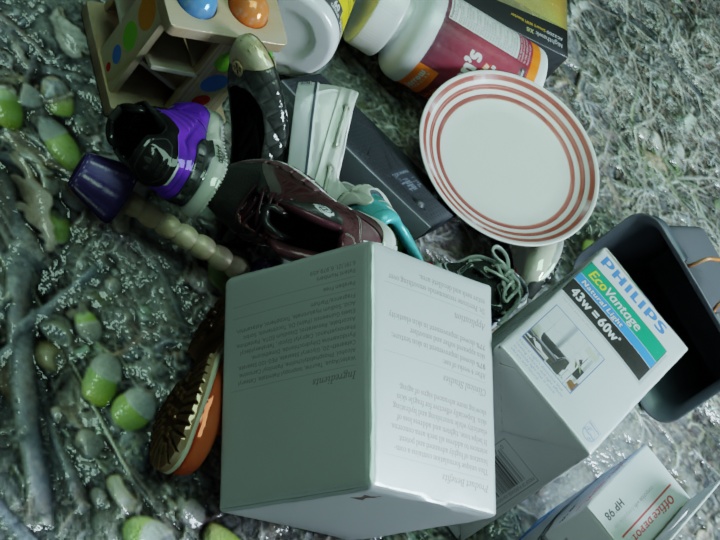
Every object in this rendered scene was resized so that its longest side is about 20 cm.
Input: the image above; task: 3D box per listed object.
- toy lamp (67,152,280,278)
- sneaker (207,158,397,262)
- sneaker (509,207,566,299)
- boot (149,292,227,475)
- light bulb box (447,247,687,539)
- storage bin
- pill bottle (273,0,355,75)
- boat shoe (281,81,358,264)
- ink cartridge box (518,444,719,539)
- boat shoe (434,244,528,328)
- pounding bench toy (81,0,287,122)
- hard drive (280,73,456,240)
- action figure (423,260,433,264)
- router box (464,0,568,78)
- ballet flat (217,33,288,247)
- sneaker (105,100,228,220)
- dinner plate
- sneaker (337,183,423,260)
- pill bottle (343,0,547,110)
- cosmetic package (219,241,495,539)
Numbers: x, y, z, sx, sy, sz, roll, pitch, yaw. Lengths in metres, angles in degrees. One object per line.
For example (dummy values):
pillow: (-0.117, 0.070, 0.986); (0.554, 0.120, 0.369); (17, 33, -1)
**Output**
toy lamp: (-0.166, -0.038, 1.637); (0.199, 0.058, 0.058); (32, 45, -17)
sneaker: (-0.072, -0.051, 1.567); (0.199, 0.076, 0.115); (22, 5, 29)
sneaker: (0.159, -0.056, 1.898); (0.093, 0.070, 0.200); (24, 45, -12)
boot: (-0.105, 0.112, 1.565); (0.107, 0.075, 0.200); (40, 43, -15)
light bulb box: (0.156, 0.111, 1.672); (0.125, 0.198, 0.200); (51, 45, 2)
storage bin: (0.341, 0.036, 1.925); (0.134, 0.145, 0.201); (-10, 66, -52)
pill bottle: (-0.054, -0.299, 1.873); (0.111, 0.111, 0.201); (32, 45, -15)
boat shoe: (-0.035, -0.069, 1.674); (0.065, 0.072, 0.201); (5, 81, 0)
ink cartridge box: (0.210, 0.228, 1.626); (0.067, 0.200, 0.116); (50, 43, 4)
boat shoe: (0.118, 0.018, 1.736); (0.074, 0.068, 0.199); (61, 12, 17)
pounding bench toy: (-0.130, -0.228, 1.729); (0.199, 0.156, 0.125); (5, 57, -35)
hard drive: (0.002, -0.107, 1.790); (0.200, 0.042, 0.135); (45, 18, 6)
action figure: (0.000, 0.000, 1.731); (0.200, 0.065, 0.099); (34, 38, -12)
router box: (0.139, -0.320, 2.080); (0.199, 0.052, 0.158); (23, 48, -23)
ballet flat: (-0.100, -0.113, 1.661); (0.057, 0.201, 0.066); (-15, 26, -31)
sneaker: (-0.176, -0.120, 1.621); (0.099, 0.070, 0.200); (30, 12, -20)
dinner plate: (0.147, -0.111, 1.857); (0.199, 0.024, 0.201); (10, 62, -20)
sneaker: (0.030, 0.019, 1.653); (0.077, 0.080, 0.201); (-32, 121, -14)
pill bottle: (0.088, -0.230, 1.933); (0.199, 0.110, 0.110); (28, 46, -18)
cosmetic package: (-0.001, 0.103, 1.520); (0.167, 0.166, 0.201); (21, 63, -47)
